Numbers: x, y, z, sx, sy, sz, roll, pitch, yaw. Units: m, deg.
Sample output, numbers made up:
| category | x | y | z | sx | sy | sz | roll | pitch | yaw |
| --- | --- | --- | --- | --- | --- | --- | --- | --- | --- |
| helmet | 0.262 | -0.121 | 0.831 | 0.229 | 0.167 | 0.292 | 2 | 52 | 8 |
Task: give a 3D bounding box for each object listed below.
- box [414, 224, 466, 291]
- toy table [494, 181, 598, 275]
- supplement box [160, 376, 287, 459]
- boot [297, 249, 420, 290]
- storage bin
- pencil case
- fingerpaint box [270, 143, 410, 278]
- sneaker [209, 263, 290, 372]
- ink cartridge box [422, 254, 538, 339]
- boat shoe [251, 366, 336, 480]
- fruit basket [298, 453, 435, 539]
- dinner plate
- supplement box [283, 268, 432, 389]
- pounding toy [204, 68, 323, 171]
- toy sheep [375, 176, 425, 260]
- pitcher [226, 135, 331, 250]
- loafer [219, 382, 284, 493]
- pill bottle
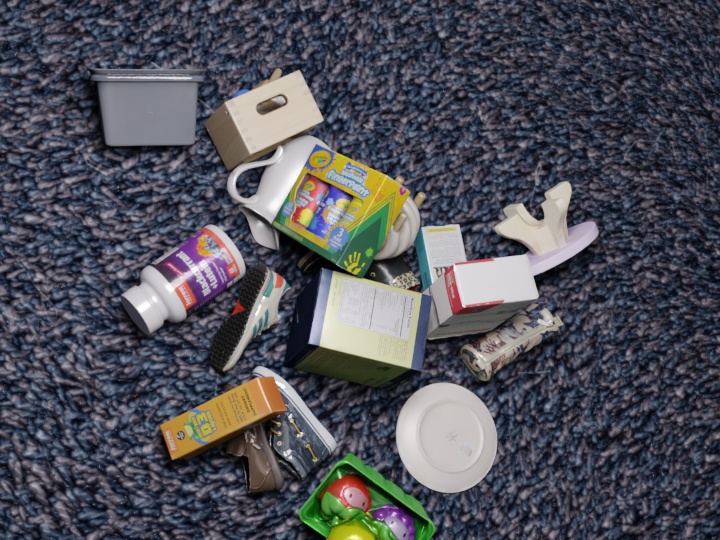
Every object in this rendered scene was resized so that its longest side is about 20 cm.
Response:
| category | x | y | z | sx | sy | sz | roll | pitch | yaw |
| --- | --- | --- | --- | --- | --- | --- | --- | --- | --- |
| box | 0.163 | 0.015 | 1.788 | 0.082 | 0.049 | 0.201 | -5 | 75 | -19 |
| toy table | 0.359 | -0.082 | 1.825 | 0.200 | 0.184 | 0.117 | -35 | 103 | -32 |
| supplement box | -0.225 | 0.242 | 1.530 | 0.200 | 0.069 | 0.067 | -28 | 77 | 17 |
| boot | 0.001 | -0.001 | 1.724 | 0.203 | 0.073 | 0.154 | -24 | 77 | -26 |
| storage bin | -0.383 | -0.292 | 1.673 | 0.199 | 0.146 | 0.135 | -3 | 102 | -19 |
| pencil case | 0.283 | 0.135 | 1.770 | 0.200 | 0.089 | 0.078 | -28 | 84 | -22 |
| fingerpaint box | -0.038 | -0.105 | 1.589 | 0.073 | 0.200 | 0.167 | 28 | 92 | -45 |
| sneaker | -0.185 | 0.094 | 1.642 | 0.093 | 0.070 | 0.200 | 30 | 81 | -43 |
| ink cartridge box | 0.200 | 0.049 | 1.654 | 0.146 | 0.200 | 0.083 | -6 | 73 | -19 |
| boat shoe | -0.135 | 0.262 | 1.606 | 0.200 | 0.071 | 0.091 | 48 | 62 | -2 |
| fruit basket | 0.003 | 0.424 | 1.533 | 0.215 | 0.216 | 0.156 | 36 | 105 | -4 |
| dinner plate | 0.162 | 0.304 | 1.716 | 0.199 | 0.024 | 0.201 | 5 | 73 | -17 |
| supplement box | -0.007 | 0.107 | 1.624 | 0.199 | 0.200 | 0.135 | 15 | 71 | -12 |
| pounding toy | -0.174 | -0.296 | 1.718 | 0.200 | 0.184 | 0.143 | -29 | 96 | -23 |
| toy sheep | 0.047 | -0.090 | 1.668 | 0.138 | 0.138 | 0.200 | 49 | 37 | 1 |
| pitcher | -0.142 | -0.164 | 1.690 | 0.200 | 0.121 | 0.172 | -52 | 135 | -20 |
| loafer | -0.195 | 0.286 | 1.579 | 0.071 | 0.073 | 0.200 | -21 | 81 | -22 |
| pill bottle | -0.305 | 0.019 | 1.604 | 0.200 | 0.111 | 0.112 | -38 | 88 | -24 |
